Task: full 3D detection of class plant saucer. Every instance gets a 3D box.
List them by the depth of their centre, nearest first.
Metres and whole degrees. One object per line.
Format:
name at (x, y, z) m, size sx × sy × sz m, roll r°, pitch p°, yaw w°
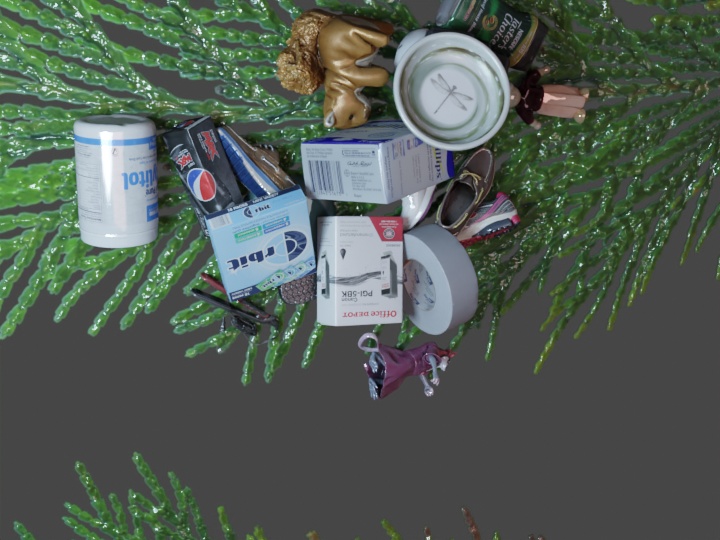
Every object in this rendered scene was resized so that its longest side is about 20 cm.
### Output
plant saucer at (0.148, -0.292, 1.430) m, size 0.199 × 0.050 × 0.201 m, roll 1°, pitch 82°, yaw -10°
plant saucer at (-0.136, -0.076, 1.598) m, size 0.199 × 0.027 × 0.201 m, roll -6°, pitch 110°, yaw -16°

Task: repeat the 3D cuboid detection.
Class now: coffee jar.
coffee jar at (0.242, -0.445, 1.565) m, size 0.199 × 0.085 × 0.105 m, roll 21°, pitch 101°, yaw -24°

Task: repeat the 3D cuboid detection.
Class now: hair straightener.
hair straightener at (-0.236, 0.083, 1.617) m, size 0.200 × 0.041 × 0.077 m, roll 33°, pitch 96°, yaw -30°

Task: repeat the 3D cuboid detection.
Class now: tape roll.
tape roll at (0.134, 0.017, 1.620) m, size 0.066 × 0.200 × 0.201 m, roll -22°, pitch 115°, yaw -27°

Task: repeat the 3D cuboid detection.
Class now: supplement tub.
supplement tub at (-0.402, -0.150, 1.424) m, size 0.131 × 0.132 × 0.201 m, roll -4°, pitch 110°, yaw -17°

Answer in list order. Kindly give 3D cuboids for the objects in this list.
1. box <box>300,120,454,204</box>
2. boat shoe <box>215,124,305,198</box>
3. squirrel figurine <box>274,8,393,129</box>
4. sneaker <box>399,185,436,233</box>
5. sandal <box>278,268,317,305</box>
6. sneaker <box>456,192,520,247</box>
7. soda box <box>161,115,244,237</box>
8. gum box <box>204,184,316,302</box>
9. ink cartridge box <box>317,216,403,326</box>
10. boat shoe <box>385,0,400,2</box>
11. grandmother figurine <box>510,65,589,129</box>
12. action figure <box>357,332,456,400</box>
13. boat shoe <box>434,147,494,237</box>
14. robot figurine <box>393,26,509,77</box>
box at (0.032, -0.192, 1.488) m, size 0.200 × 0.183 × 0.105 m, roll -25°, pitch 115°, yaw -45°
boat shoe at (-0.179, -0.184, 1.524) m, size 0.200 × 0.072 × 0.072 m, roll 50°, pitch 62°, yaw -14°
squirrel figurine at (-0.048, -0.345, 1.494) m, size 0.199 × 0.142 × 0.187 m, roll 11°, pitch 115°, yaw -7°
sneaker at (0.099, -0.171, 1.631) m, size 0.099 × 0.075 × 0.201 m, roll 20°, pitch 102°, yaw -4°
sandal at (-0.062, 0.019, 1.640) m, size 0.200 × 0.048 × 0.076 m, roll -7°, pitch 97°, yaw -19°
sneaker at (0.209, -0.088, 1.691) m, size 0.199 × 0.081 × 0.075 m, roll -19°, pitch 77°, yaw -1°
soda box at (-0.264, -0.160, 1.489) m, size 0.071 × 0.063 × 0.201 m, roll -48°, pitch 126°, yaw -48°
gum box at (-0.169, -0.044, 1.506) m, size 0.169 × 0.045 × 0.200 m, roll -20°, pitch 145°, yaw -12°
ink cartridge box at (0.000, 0.000, 1.590) m, size 0.146 × 0.083 × 0.201 m, roll -2°, pitch 93°, yaw -27°
boat shoe at (0.090, -0.559, 1.482) m, size 0.066 × 0.072 × 0.202 m, roll 9°, pitch 101°, yaw -16°
grandmother figurine at (0.342, -0.333, 1.655) m, size 0.199 × 0.061 × 0.122 m, roll -1°, pitch 100°, yaw -21°
action figure at (0.101, 0.186, 1.748) m, size 0.199 × 0.134 × 0.149 m, roll -18°, pitch 71°, yaw -25°
boat shoe at (0.201, -0.153, 1.637) m, size 0.072 × 0.060 × 0.200 m, roll 28°, pitch 79°, yaw 11°
robot figurine at (0.159, -0.358, 1.525) m, size 0.199 × 0.125 × 0.151 m, roll 13°, pitch 115°, yaw 6°
